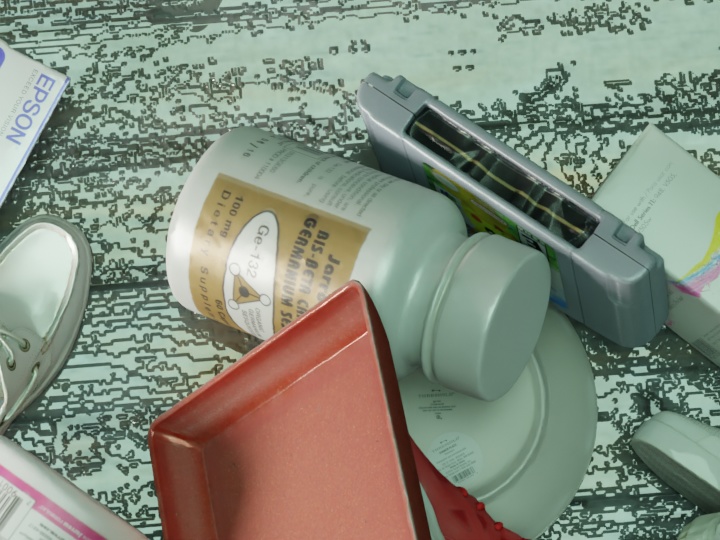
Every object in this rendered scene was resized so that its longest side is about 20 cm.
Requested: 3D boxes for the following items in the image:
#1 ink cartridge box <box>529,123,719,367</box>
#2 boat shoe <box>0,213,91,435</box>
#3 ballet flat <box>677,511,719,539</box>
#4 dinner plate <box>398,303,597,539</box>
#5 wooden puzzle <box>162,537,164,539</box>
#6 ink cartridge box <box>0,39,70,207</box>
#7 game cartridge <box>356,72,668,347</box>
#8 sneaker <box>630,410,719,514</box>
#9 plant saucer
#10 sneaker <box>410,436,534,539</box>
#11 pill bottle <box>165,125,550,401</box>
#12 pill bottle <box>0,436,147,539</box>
[{"bbox_3d":[0.187,-0.015,1.476,0.200,0.117,0.067,38,81,3],"label":"ink cartridge box"},{"bbox_3d":[-0.219,0.055,1.478,0.071,0.069,0.200,27,81,4],"label":"boat shoe"},{"bbox_3d":[0.191,0.182,1.441,0.069,0.069,0.200,39,117,4],"label":"ballet flat"},{"bbox_3d":[0.042,0.078,1.493,0.200,0.024,0.201,1,75,-4],"label":"dinner plate"},{"bbox_3d":[-0.050,0.242,1.444,0.185,0.046,0.200,20,56,2],"label":"wooden puzzle"},{"bbox_3d":[-0.302,-0.072,1.506,0.200,0.043,0.198,28,82,4],"label":"ink cartridge box"},{"bbox_3d":[0.088,-0.031,1.460,0.200,0.133,0.040,35,82,19],"label":"game cartridge"},{"bbox_3d":[0.264,0.109,1.490,0.200,0.074,0.116,31,81,-7],"label":"sneaker"},{"bbox_3d":[-0.032,0.136,1.383,0.037,0.200,0.200,11,56,-39],"label":"plant saucer"},{"bbox_3d":[0.069,0.160,1.449,0.115,0.078,0.200,-25,92,-35],"label":"sneaker"},{"bbox_3d":[0.000,0.000,1.441,0.200,0.114,0.115,20,81,23],"label":"pill bottle"},{"bbox_3d":[-0.218,0.204,1.428,0.113,0.113,0.200,35,83,3],"label":"pill bottle"}]
